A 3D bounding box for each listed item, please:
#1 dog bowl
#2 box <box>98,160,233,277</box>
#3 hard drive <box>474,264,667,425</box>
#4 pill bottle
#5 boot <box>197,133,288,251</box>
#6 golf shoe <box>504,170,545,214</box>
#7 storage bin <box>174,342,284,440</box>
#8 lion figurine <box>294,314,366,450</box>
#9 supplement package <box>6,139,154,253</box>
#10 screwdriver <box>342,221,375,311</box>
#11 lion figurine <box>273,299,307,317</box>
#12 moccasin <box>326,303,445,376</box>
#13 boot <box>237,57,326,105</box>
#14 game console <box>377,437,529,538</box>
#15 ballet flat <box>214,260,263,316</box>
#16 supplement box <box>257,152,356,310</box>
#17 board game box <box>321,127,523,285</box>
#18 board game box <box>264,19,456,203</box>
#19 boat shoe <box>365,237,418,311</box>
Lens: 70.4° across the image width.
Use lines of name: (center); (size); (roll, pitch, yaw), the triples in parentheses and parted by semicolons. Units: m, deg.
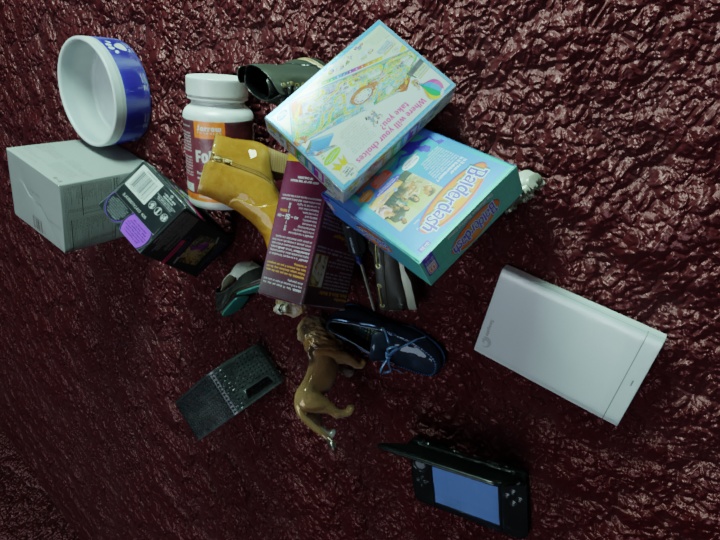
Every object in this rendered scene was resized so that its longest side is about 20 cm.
dog bowl: (-0.508, -0.353, 1.011); (0.198, 0.079, 0.202); (14, 116, 31)
box: (-0.331, -0.082, 0.898); (0.106, 0.200, 0.122); (-44, 76, -3)
hard drive: (0.255, 0.092, 0.651); (0.199, 0.027, 0.133); (27, 121, 26)
pill bottle: (-0.230, -0.211, 0.837); (0.113, 0.114, 0.202); (19, 118, 30)
boot: (-0.174, -0.099, 0.772); (0.071, 0.142, 0.204); (151, 124, -65)
golf shoe: (0.127, -0.097, 0.646); (0.199, 0.078, 0.098); (-21, 88, 38)
storage bin: (-0.264, 0.242, 1.022); (0.200, 0.135, 0.094); (-40, 83, 39)
lion figurine: (-0.066, 0.175, 0.833); (0.122, 0.201, 0.072); (30, 138, -20)
supplement package: (-0.565, -0.163, 1.049); (0.190, 0.199, 0.148); (30, 123, 24)
screwdriver: (0.000, 0.000, 0.753); (0.201, 0.029, 0.028); (81, 174, -47)
lion figurine: (-0.104, -0.020, 0.857); (0.122, 0.072, 0.203); (2, 95, 49)
moccasin: (0.032, 0.120, 0.799); (0.198, 0.068, 0.081); (18, 118, 30)
boot: (-0.053, -0.226, 0.684); (0.199, 0.138, 0.078); (27, 122, 24)
game console: (0.140, 0.333, 0.772); (0.198, 0.116, 0.178); (5, 110, 35)
ballet flat: (-0.222, 0.025, 0.956); (0.199, 0.068, 0.069); (-30, 77, 40)
supplement box: (-0.061, -0.052, 0.731); (0.085, 0.110, 0.202); (13, 90, 32)
board game box: (0.065, -0.092, 0.609); (0.200, 0.152, 0.045); (40, 170, 44)
board game box: (0.001, -0.198, 0.626); (0.134, 0.200, 0.034); (44, 167, 10)
boat shoe: (0.036, -0.036, 0.727); (0.060, 0.072, 0.204); (-9, 105, 16)
